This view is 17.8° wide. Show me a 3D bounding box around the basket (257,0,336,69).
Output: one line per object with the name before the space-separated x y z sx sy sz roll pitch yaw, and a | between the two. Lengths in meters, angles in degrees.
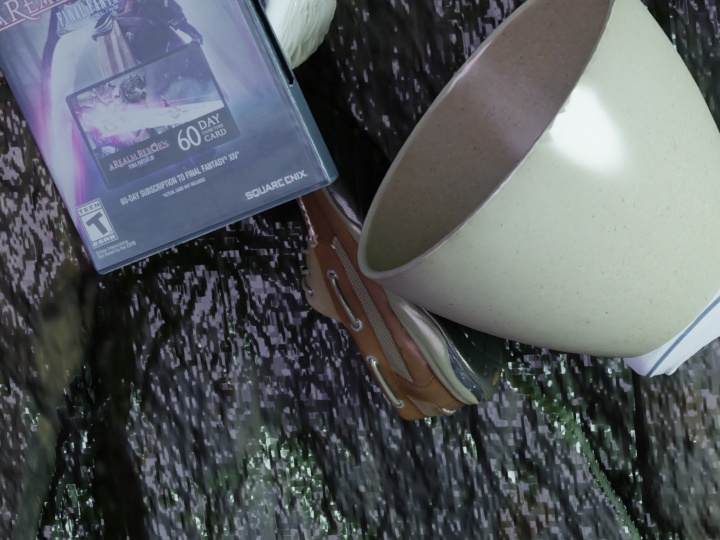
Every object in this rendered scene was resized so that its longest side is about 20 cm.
basket | -0.096 -0.215 1.209 0.199 0.161 0.199 23 112 11

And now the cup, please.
cup | 0.115 -0.037 1.194 0.143 0.201 0.200 37 115 -16

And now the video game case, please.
video game case | -0.114 -0.112 1.153 0.142 0.019 0.201 -20 102 23

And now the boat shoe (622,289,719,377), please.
boat shoe | 0.225 0.001 1.219 0.065 0.074 0.200 47 116 2

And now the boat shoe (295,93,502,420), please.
boat shoe | 0.000 0.000 1.292 0.074 0.076 0.201 -30 95 27
